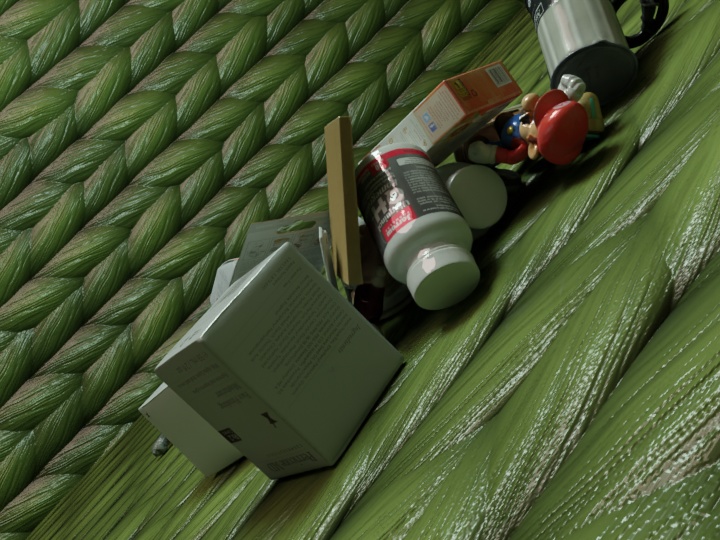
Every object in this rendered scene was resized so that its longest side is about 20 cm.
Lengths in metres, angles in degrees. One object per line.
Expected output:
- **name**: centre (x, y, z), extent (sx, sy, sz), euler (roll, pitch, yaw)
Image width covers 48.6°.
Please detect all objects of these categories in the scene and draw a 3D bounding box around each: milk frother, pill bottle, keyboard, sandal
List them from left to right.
- **keyboard**: centre (-0.032, 0.045, 1.034), extent (0.011, 0.200, 0.056), euler (-10, 16, 5)
- **pill bottle**: centre (0.068, -0.053, 0.964), extent (0.111, 0.111, 0.200), euler (-42, 48, 21)
- **pill bottle**: centre (0.123, -0.089, 1.112), extent (0.113, 0.113, 0.200), euler (-47, 9, -12)
- **sandal**: centre (0.177, -0.129, 1.201), extent (0.080, 0.057, 0.201), euler (-7, 17, -10)
- **milk frother**: centre (0.351, -0.328, 1.123), extent (0.200, 0.181, 0.188), euler (-14, 56, 14)

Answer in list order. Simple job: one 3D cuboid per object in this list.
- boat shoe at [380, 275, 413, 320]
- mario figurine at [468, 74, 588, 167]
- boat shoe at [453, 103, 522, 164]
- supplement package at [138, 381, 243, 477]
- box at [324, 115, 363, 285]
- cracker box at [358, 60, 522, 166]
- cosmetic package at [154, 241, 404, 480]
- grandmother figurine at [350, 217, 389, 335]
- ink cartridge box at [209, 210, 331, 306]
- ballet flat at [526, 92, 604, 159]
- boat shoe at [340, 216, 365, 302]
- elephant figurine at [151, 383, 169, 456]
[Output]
- **boat shoe**: centre (0.059, 0.007, 1.117), extent (0.200, 0.068, 0.075), euler (-36, 13, 46)
- **mario figurine**: centre (0.205, -0.188, 0.998), extent (0.200, 0.106, 0.124), euler (-176, 99, -70)
- **boat shoe**: centre (0.221, -0.209, 1.198), extent (0.200, 0.076, 0.072), euler (-29, 24, -32)
- **supplement package**: centre (-0.207, 0.195, 1.204), extent (0.200, 0.156, 0.111), euler (-37, 9, 41)
- **box**: centre (-0.023, -0.088, 1.012), extent (0.021, 0.200, 0.163), euler (-4, 6, -8)
- **cracker box**: centre (0.104, -0.190, 1.072), extent (0.134, 0.058, 0.200), euler (-30, -6, -43)
- **cosmetic package**: centre (-0.094, 0.110, 0.928), extent (0.165, 0.200, 0.165), euler (-51, 11, -34)
- **grandmother figurine**: centre (0.015, 0.027, 1.039), extent (0.121, 0.060, 0.200), euler (104, 173, -67)
- **ink cartridge box**: centre (-0.120, -0.021, 1.150), extent (0.162, 0.057, 0.200), euler (-14, -40, -34)
- **ballet flat**: centre (0.264, -0.195, 1.084), extent (0.069, 0.063, 0.200), euler (-1, -1, -21)
- **boat shoe**: centre (0.000, 0.000, 1.187), extent (0.065, 0.074, 0.200), euler (-47, -34, -22)
- **elephant figurine**: centre (-0.430, 0.307, 1.861), extent (0.200, 0.141, 0.155), euler (-59, -23, 12)
